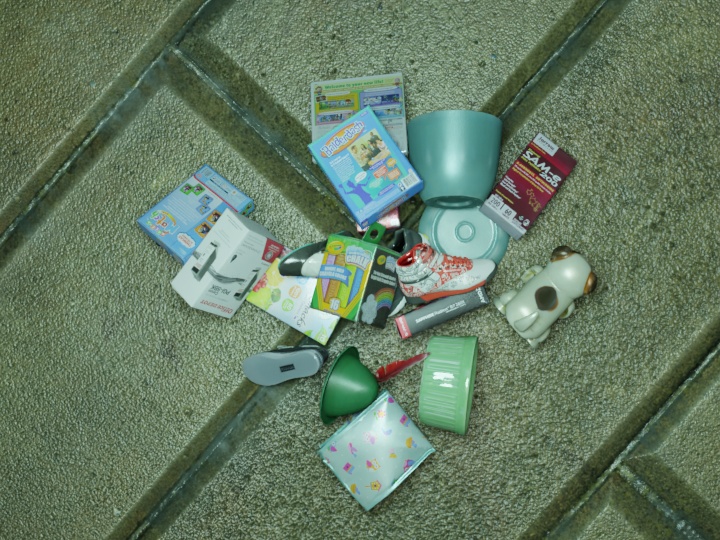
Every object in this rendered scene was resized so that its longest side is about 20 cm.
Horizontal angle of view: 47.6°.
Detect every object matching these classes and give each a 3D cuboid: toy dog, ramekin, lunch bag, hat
[{"bbox_3d":[0.379,0.040,1.659,0.200,0.194,0.140,-44,73,8],"label":"toy dog"},{"bbox_3d":[0.179,0.228,1.661,0.096,0.200,0.204,7,88,12],"label":"ramekin"},{"bbox_3d":[0.031,0.375,1.701,0.200,0.122,0.171,-41,87,-4],"label":"lunch bag"},{"bbox_3d":[0.029,0.255,1.650,0.174,0.202,0.166,20,52,20],"label":"hat"}]

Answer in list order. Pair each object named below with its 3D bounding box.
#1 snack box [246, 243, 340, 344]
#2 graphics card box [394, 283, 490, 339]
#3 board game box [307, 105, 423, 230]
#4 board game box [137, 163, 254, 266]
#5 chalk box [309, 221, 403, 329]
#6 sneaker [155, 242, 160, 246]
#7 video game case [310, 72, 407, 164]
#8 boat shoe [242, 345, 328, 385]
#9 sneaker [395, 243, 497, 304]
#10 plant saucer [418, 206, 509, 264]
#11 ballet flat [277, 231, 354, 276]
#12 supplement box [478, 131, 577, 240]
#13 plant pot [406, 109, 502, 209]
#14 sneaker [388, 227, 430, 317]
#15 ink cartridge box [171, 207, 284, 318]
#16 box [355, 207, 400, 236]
[{"bbox_3d":[-0.126,0.049,1.757,0.198,0.053,0.144,29,91,4],"label":"snack box"},{"bbox_3d":[0.168,0.083,1.699,0.197,0.125,0.052,-22,86,3],"label":"graphics card box"},{"bbox_3d":[0.010,-0.205,1.620,0.151,0.045,0.201,-33,73,-2],"label":"board game box"},{"bbox_3d":[-0.348,-0.119,1.728,0.151,0.037,0.200,37,64,21],"label":"board game box"},{"bbox_3d":[0.000,0.000,1.646,0.123,0.124,0.203,14,87,32],"label":"chalk box"},{"bbox_3d":[-0.349,-0.060,1.769,0.196,0.074,0.082,-3,91,5],"label":"sneaker"},{"bbox_3d":[-0.004,-0.315,1.691,0.196,0.022,0.185,-5,72,7],"label":"video game case"},{"bbox_3d":[-0.160,0.194,1.746,0.197,0.068,0.075,-17,98,28],"label":"boat shoe"},{"bbox_3d":[0.168,-0.009,1.628,0.198,0.068,0.109,-18,122,9],"label":"sneaker"},{"bbox_3d":[0.222,-0.081,1.747,0.196,0.036,0.204,0,87,4],"label":"plant saucer"},{"bbox_3d":[-0.078,-0.029,1.702,0.199,0.069,0.068,-28,53,-33],"label":"ballet flat"},{"bbox_3d":[0.351,-0.177,1.711,0.108,0.061,0.201,37,79,4],"label":"supplement box"},{"bbox_3d":[0.191,-0.216,1.664,0.197,0.201,0.164,1,82,4],"label":"plant pot"},{"bbox_3d":[0.069,0.000,1.722,0.084,0.074,0.202,31,80,-40],"label":"sneaker"},{"bbox_3d":[-0.274,-0.010,1.694,0.083,0.146,0.201,42,98,28],"label":"ink cartridge box"},{"bbox_3d":[0.029,-0.180,1.731,0.094,0.100,0.204,-8,87,5],"label":"box"}]
